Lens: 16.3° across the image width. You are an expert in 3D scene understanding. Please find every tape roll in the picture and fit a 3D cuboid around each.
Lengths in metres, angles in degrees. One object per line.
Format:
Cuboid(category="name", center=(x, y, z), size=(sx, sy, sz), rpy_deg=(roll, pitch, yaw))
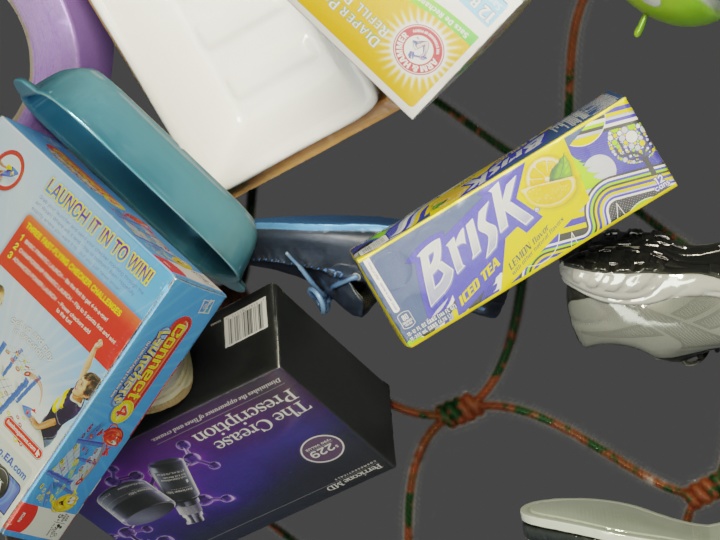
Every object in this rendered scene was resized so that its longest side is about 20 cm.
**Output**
Cuboid(category="tape roll", center=(-0.272, -0.153, 1.698), size=(0.200, 0.066, 0.200), rpy_deg=(5, 109, 16))

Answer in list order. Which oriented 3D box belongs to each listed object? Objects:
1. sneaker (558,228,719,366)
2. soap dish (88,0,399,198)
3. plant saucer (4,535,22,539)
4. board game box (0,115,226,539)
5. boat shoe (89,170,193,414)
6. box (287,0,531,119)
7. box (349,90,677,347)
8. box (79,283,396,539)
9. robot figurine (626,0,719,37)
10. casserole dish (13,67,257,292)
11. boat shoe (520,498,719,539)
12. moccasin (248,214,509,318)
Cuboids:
Cuboid(category="sneaker", center=(0.228, 0.023, 1.620), size=(0.200, 0.074, 0.079), rpy_deg=(6, 119, 21))
Cuboid(category="soap dish", center=(-0.078, -0.163, 1.636), size=(0.157, 0.081, 0.200), rpy_deg=(-28, 99, 23))
Cuboid(category="plant saucer", center=(-0.245, 0.128, 1.738), size=(0.032, 0.200, 0.200), rpy_deg=(-15, 105, -10))
Cuboid(category="board game box", center=(-0.211, 0.036, 1.598), size=(0.200, 0.056, 0.196), rpy_deg=(41, 100, 35))
Cuboid(category="boat shoe", center=(-0.159, -0.001, 1.660), size=(0.074, 0.200, 0.069), rpy_deg=(-22, 143, -6))
Cuboid(category="box", center=(0.048, -0.186, 1.526), size=(0.112, 0.200, 0.101), rpy_deg=(44, 114, -1))
Cuboid(category="box", center=(0.095, -0.033, 1.599), size=(0.200, 0.064, 0.070), rpy_deg=(-31, 98, 0))
Cuboid(category="box", center=(-0.097, 0.111, 1.703), size=(0.200, 0.079, 0.141), rpy_deg=(-27, 137, 23))
Cuboid(category="robot figurine", center=(0.226, -0.224, 1.506), size=(0.200, 0.116, 0.176), rpy_deg=(-32, 87, 24))
Cuboid(category="casserole dish", center=(-0.137, -0.065, 1.613), size=(0.200, 0.121, 0.039), rpy_deg=(45, 79, -14))
Cuboid(category="boat shoe", center=(0.202, 0.196, 1.678), size=(0.200, 0.076, 0.060), rpy_deg=(9, 105, 14))
Cuboid(category="moccasin", center=(0.000, 0.000, 1.666), size=(0.200, 0.080, 0.068), rpy_deg=(4, 97, 16))
